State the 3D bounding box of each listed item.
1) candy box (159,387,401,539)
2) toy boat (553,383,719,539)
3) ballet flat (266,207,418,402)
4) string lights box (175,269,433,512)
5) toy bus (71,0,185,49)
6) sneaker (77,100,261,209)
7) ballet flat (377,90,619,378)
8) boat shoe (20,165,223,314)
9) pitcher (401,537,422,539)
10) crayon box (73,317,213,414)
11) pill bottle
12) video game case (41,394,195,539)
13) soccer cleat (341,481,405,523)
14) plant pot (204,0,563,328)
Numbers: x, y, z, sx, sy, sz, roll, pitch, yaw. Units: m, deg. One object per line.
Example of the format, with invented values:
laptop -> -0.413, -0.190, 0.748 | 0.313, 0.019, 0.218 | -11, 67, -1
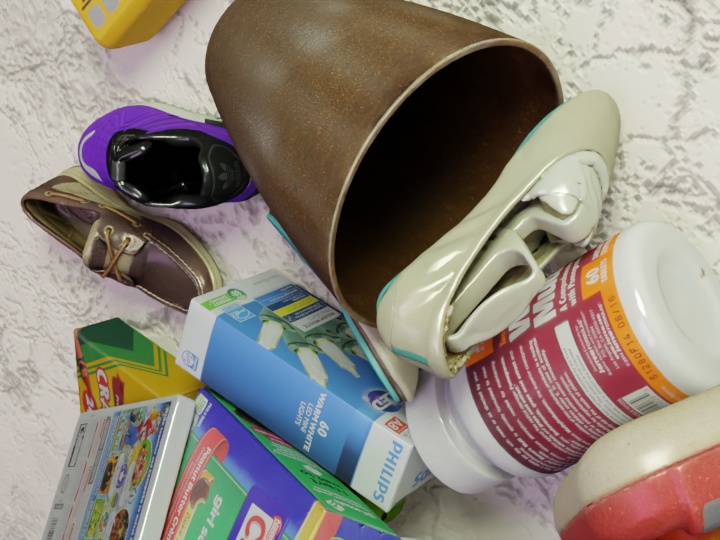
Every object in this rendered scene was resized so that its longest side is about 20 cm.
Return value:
candy box -> -0.081, 0.202, 0.772 | 0.199, 0.076, 0.171 | 29, 94, 53
toy boat -> 0.185, 0.148, 0.610 | 0.201, 0.128, 0.133 | 82, 166, -70
ballet flat -> 0.000, 0.000, 0.769 | 0.201, 0.069, 0.070 | 53, 132, 36
string lights box -> -0.026, 0.081, 0.818 | 0.198, 0.102, 0.060 | 30, 117, 23
toy bus -> -0.135, -0.249, 0.802 | 0.199, 0.065, 0.079 | -35, 86, 39
sneaker -> -0.162, -0.086, 0.858 | 0.197, 0.099, 0.071 | 7, 109, 33
ballet flat -> 0.095, -0.019, 0.645 | 0.069, 0.070, 0.200 | 42, 83, 15
boat shoe -> -0.201, -0.017, 0.931 | 0.199, 0.072, 0.073 | 36, 124, 21
pitcher -> 0.020, 0.263, 0.822 | 0.198, 0.170, 0.123 | -13, 60, 45
crayon box -> -0.173, 0.133, 0.944 | 0.199, 0.050, 0.129 | 24, 120, 47
pill bottle -> 0.125, 0.062, 0.698 | 0.199, 0.109, 0.111 | -35, 86, 38
video game case -> -0.194, 0.174, 0.865 | 0.199, 0.018, 0.146 | -17, 54, 54
soccer cleat -> -0.057, 0.152, 0.882 | 0.197, 0.081, 0.069 | 14, 115, 32
plant pot -> -0.006, -0.098, 0.711 | 0.200, 0.185, 0.190 | 40, 127, 36
